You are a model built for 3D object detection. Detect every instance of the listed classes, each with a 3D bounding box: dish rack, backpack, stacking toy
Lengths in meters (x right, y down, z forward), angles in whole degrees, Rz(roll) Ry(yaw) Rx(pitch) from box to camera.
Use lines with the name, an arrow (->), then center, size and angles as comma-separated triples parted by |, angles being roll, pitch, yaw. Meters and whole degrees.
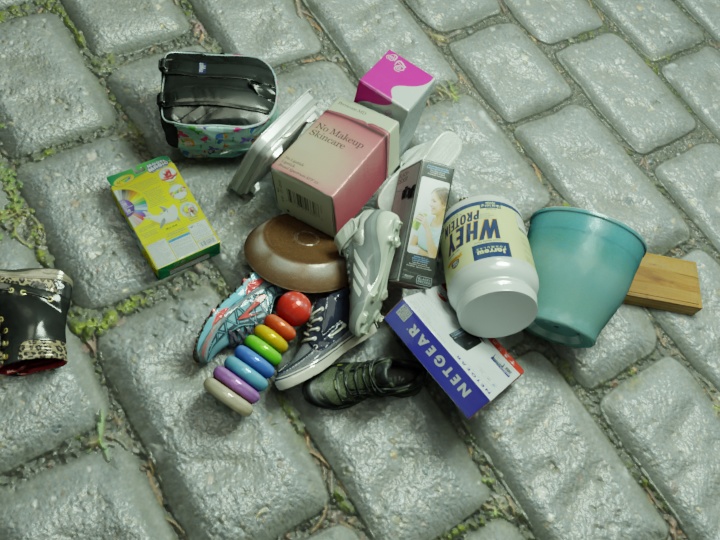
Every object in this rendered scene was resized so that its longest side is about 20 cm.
dish rack -> -0.144, -0.208, 1.190 | 0.044, 0.200, 0.172 | 42, 62, -5
backpack -> -0.242, -0.290, 1.231 | 0.199, 0.151, 0.178 | -3, 64, -4
stacking toy -> -0.146, 0.115, 1.056 | 0.085, 0.085, 0.200 | 33, 77, 6

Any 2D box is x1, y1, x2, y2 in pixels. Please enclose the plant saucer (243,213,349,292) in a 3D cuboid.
plant saucer -> -0.091, -0.042, 1.158 | 0.200, 0.037, 0.201 | 9, 37, -6

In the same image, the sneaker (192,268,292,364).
sneaker -> -0.177, 0.078, 1.099 | 0.095, 0.079, 0.200 | 37, 62, 6

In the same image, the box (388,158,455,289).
box -> 0.089, -0.072, 1.149 | 0.060, 0.117, 0.200 | 13, 86, -14

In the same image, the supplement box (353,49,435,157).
supplement box -> 0.045, -0.274, 1.255 | 0.101, 0.200, 0.103 | 35, 62, 7

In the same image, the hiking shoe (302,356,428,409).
hiking shoe -> 0.010, 0.163, 1.080 | 0.200, 0.101, 0.076 | -7, 66, -15

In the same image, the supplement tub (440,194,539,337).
supplement tub -> 0.207, -0.007, 1.135 | 0.145, 0.145, 0.200 | 5, 49, -9

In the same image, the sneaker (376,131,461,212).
sneaker -> 0.090, -0.165, 1.271 | 0.200, 0.116, 0.074 | -44, 103, -17

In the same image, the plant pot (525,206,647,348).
plant pot -> 0.356, 0.022, 1.182 | 0.200, 0.200, 0.188 | 23, 75, 0

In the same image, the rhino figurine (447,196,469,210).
rhino figurine -> 0.112, -0.077, 1.249 | 0.200, 0.060, 0.088 | -7, 62, -13

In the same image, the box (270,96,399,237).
box -> -0.038, -0.176, 1.176 | 0.128, 0.109, 0.200 | 27, 60, 19

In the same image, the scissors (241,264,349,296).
scissors -> -0.098, 0.002, 1.193 | 0.200, 0.014, 0.073 | 21, 64, 0

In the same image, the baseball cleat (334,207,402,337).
baseball cleat -> 0.000, 0.000, 1.098 | 0.106, 0.070, 0.200 | 16, 83, 24

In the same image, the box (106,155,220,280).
box -> -0.333, -0.094, 1.173 | 0.117, 0.048, 0.200 | -26, 74, -22

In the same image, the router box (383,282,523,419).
router box -> 0.152, 0.120, 1.107 | 0.200, 0.049, 0.179 | 49, 26, 13

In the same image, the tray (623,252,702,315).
tray -> 0.531, 0.016, 1.303 | 0.200, 0.037, 0.099 | 10, 62, -6

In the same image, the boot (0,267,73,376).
boot -> -0.528, 0.077, 1.032 | 0.200, 0.073, 0.151 | -4, 64, -20

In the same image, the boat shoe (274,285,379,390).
boat shoe -> -0.068, 0.100, 1.101 | 0.200, 0.075, 0.093 | -32, 97, -33
